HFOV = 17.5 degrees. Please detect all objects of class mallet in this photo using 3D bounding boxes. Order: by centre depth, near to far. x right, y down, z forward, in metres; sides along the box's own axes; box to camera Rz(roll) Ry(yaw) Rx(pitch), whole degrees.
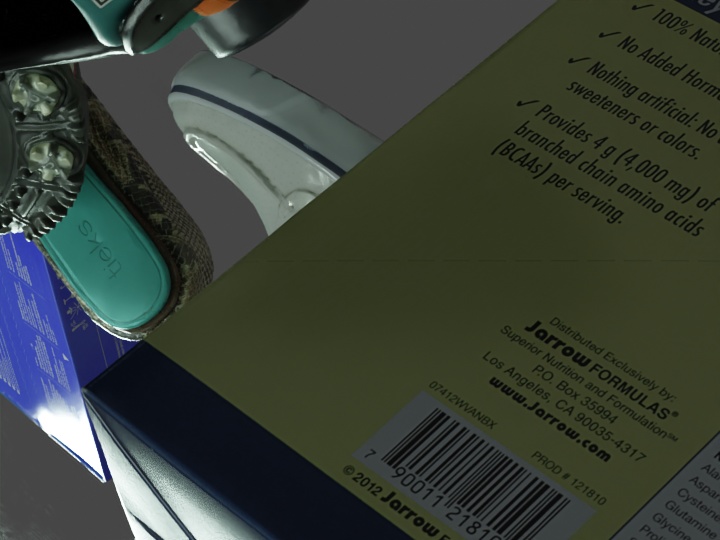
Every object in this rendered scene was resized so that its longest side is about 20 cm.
[{"bbox_3d":[-0.083,-0.108,0.818,0.066,0.041,0.200,59,159,-19],"label":"mallet"}]

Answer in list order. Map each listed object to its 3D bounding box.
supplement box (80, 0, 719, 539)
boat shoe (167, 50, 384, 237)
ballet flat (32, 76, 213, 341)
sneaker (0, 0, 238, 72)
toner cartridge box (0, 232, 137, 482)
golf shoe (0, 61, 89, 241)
[{"bbox_3d":[0.082,0.056,0.555,0.200,0.200,0.134,34,152,33],"label":"supplement box"},{"bbox_3d":[0.000,0.000,0.764,0.200,0.070,0.071,36,173,24],"label":"boat shoe"},{"bbox_3d":[-0.130,-0.059,0.933,0.200,0.068,0.075,51,-160,-1],"label":"ballet flat"},{"bbox_3d":[-0.046,-0.102,0.657,0.200,0.080,0.071,-28,101,48],"label":"sneaker"},{"bbox_3d":[-0.148,0.007,1.087,0.095,0.043,0.200,38,153,28],"label":"toner cartridge box"},{"bbox_3d":[-0.131,-0.099,0.838,0.077,0.088,0.200,5,133,5],"label":"golf shoe"}]
